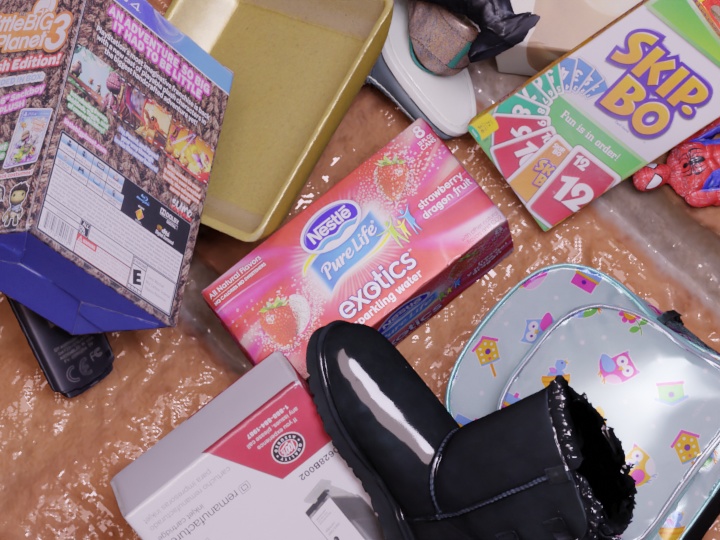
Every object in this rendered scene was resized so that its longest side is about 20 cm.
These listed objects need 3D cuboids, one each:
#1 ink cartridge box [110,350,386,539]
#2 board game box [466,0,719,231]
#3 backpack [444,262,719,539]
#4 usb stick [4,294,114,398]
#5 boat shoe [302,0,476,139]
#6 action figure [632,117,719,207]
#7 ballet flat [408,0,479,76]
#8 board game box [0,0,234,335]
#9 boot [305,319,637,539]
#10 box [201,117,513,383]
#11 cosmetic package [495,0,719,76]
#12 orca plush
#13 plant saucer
[{"bbox_3d":[-0.046,0.179,1.416,0.147,0.083,0.200,-38,108,-2],"label":"ink cartridge box"},{"bbox_3d":[0.181,-0.119,1.483,0.200,0.030,0.096,-35,99,19],"label":"board game box"},{"bbox_3d":[0.156,0.095,1.426,0.200,0.153,0.176,36,89,21],"label":"backpack"},{"bbox_3d":[-0.229,-0.003,1.498,0.055,0.200,0.033,-35,29,-24],"label":"usb stick"},{"bbox_3d":[0.010,-0.170,1.566,0.200,0.073,0.062,53,131,9],"label":"boat shoe"},{"bbox_3d":[0.289,-0.089,1.505,0.200,0.052,0.065,-16,78,6],"label":"action figure"},{"bbox_3d":[0.065,-0.236,1.546,0.068,0.067,0.200,8,63,-35],"label":"ballet flat"},{"bbox_3d":[-0.186,-0.079,1.443,0.097,0.159,0.200,-5,62,34],"label":"board game box"},{"bbox_3d":[0.070,0.103,1.332,0.162,0.073,0.198,-21,96,38],"label":"boot"},{"bbox_3d":[0.000,0.000,1.496,0.200,0.095,0.100,-38,75,-2],"label":"box"},{"bbox_3d":[0.200,-0.187,1.526,0.200,0.071,0.105,6,78,9],"label":"cosmetic package"},{"bbox_3d":[0.031,-0.219,1.480,0.105,0.071,0.200,-37,58,12],"label":"orca plush"},{"bbox_3d":[-0.081,-0.123,1.532,0.200,0.048,0.200,23,80,41],"label":"plant saucer"}]
